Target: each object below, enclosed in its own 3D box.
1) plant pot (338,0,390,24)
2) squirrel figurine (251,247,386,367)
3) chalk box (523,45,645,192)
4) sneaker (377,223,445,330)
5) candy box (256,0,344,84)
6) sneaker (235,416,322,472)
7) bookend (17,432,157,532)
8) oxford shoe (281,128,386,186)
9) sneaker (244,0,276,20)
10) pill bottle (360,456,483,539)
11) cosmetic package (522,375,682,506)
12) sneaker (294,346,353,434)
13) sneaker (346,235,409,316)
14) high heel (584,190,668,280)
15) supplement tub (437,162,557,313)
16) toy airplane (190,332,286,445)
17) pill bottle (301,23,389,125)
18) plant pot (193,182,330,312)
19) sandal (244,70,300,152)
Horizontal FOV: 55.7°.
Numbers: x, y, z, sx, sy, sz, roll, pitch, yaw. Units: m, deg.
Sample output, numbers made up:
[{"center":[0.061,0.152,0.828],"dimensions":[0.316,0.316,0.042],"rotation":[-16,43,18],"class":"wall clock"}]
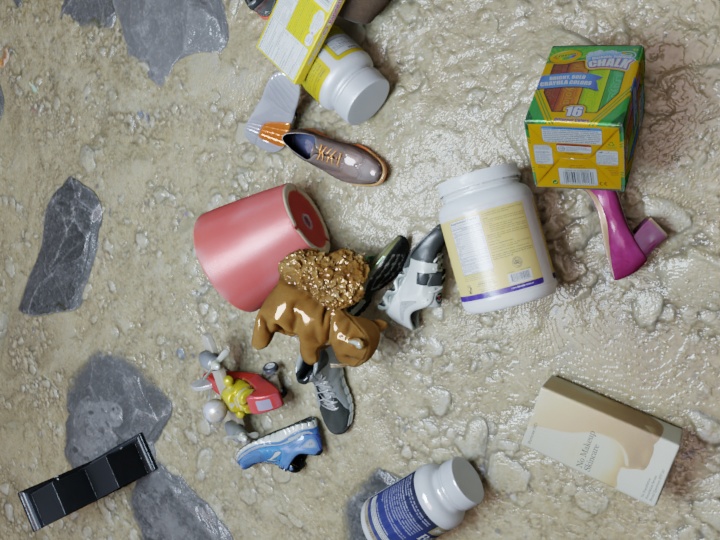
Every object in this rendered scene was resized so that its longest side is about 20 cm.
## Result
[{"center":[0.012,-0.500,1.064],"dimensions":[0.187,0.187,0.200],"rotation":[41,127,19],"class":"plant pot"},{"center":[-0.051,0.063,1.103],"dimensions":[0.186,0.141,0.200],"rotation":[23,112,24],"class":"squirrel figurine"},{"center":[0.313,-0.224,0.926],"dimensions":[0.125,0.124,0.200],"rotation":[7,57,27],"class":"chalk box"},{"center":[0.112,0.013,1.121],"dimensions":[0.088,0.074,0.200],"rotation":[40,123,19],"class":"sneaker"},{"center":[-0.086,-0.402,1.059],"dimensions":[0.102,0.026,0.200],"rotation":[48,127,17],"class":"candy box"},{"center":[-0.156,0.352,1.304],"dimensions":[0.200,0.079,0.089],"rotation":[-27,81,28],"class":"sneaker"},{"center":[-0.593,0.459,1.488],"dimensions":[0.199,0.200,0.092],"rotation":[-31,81,29],"class":"bookend"},{"center":[-0.049,-0.193,1.180],"dimensions":[0.200,0.073,0.071],"rotation":[24,106,24],"class":"oxford shoe"},{"center":[-0.203,-0.549,1.216],"dimensions":[0.077,0.082,0.200],"rotation":[-29,82,28],"class":"sneaker"},{"center":[0.105,0.395,1.146],"dimensions":[0.200,0.111,0.111],"rotation":[-40,77,27],"class":"pill bottle"},{"center":[0.354,0.246,1.006],"dimensions":[0.200,0.071,0.105],"rotation":[20,106,25],"class":"cosmetic package"},{"center":[-0.075,0.207,1.219],"dimensions":[0.075,0.115,0.200],"rotation":[-6,93,29],"class":"sneaker"},{"center":[0.000,0.000,1.182],"dimensions":[0.200,0.077,0.089],"rotation":[-47,66,23],"class":"sneaker"},{"center":[0.337,-0.082,0.982],"dimensions":[0.200,0.067,0.096],"rotation":[47,104,12],"class":"high heel"},{"center":[0.200,-0.047,1.020],"dimensions":[0.145,0.145,0.200],"rotation":[-16,88,29],"class":"supplement tub"},{"center":[-0.257,0.235,1.307],"dimensions":[0.200,0.141,0.199],"rotation":[41,133,5],"class":"toy airplane"},{"center":[-0.052,-0.343,1.141],"dimensions":[0.200,0.114,0.114],"rotation":[47,115,16],"class":"pill bottle"},{"center":[-0.163,-0.052,1.206],"dimensions":[0.177,0.200,0.201],"rotation":[-27,83,18],"class":"plant pot"},{"center":[-0.143,-0.289,1.213],"dimensions":[0.079,0.059,0.207],"rotation":[31,144,-9],"class":"sandal"}]
